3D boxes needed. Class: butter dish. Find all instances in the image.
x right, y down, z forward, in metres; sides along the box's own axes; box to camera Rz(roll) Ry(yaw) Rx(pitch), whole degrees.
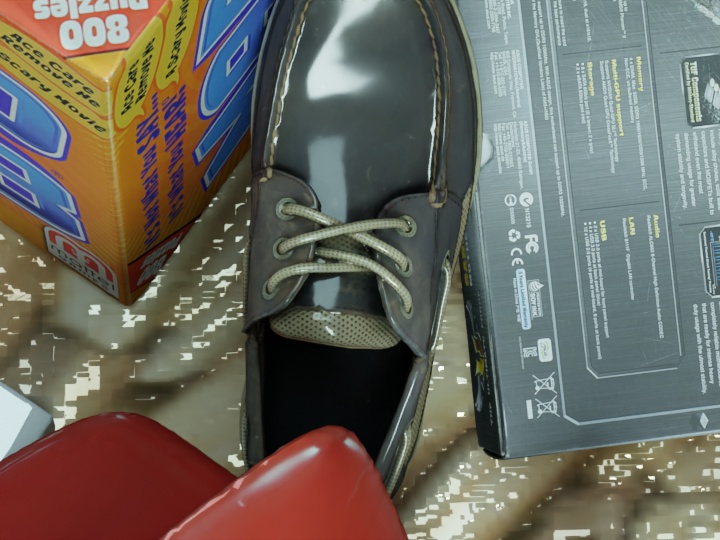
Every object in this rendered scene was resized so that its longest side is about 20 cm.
[{"bbox_3d":[-0.089,0.119,0.684,0.199,0.200,0.148,-40,55,-12],"label":"butter dish"}]

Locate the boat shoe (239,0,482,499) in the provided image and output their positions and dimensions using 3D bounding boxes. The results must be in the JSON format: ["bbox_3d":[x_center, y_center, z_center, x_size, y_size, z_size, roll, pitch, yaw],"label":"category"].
[{"bbox_3d":[0.000,0.000,0.711,0.074,0.073,0.201,2,115,-1],"label":"boat shoe"}]

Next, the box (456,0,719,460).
[{"bbox_3d":[0.107,-0.047,0.768,0.157,0.048,0.202,-7,91,-7],"label":"box"}]

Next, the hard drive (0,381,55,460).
[{"bbox_3d":[-0.208,0.095,0.746,0.131,0.027,0.201,32,74,7],"label":"hard drive"}]

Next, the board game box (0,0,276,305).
[{"bbox_3d":[-0.098,-0.149,0.738,0.199,0.200,0.200,34,74,7],"label":"board game box"}]
